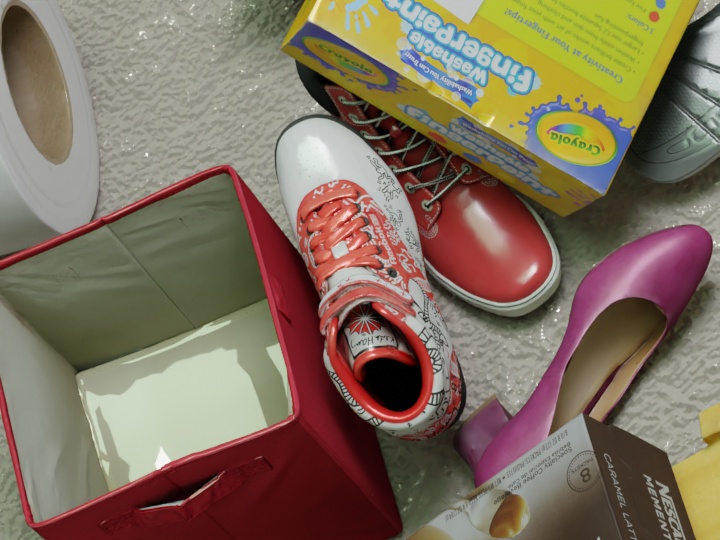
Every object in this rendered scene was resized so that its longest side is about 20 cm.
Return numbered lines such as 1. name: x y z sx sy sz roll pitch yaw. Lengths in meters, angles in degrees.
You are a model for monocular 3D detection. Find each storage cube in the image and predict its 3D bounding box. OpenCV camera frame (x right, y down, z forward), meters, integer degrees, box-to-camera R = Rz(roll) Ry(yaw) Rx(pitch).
1. storage cube: -0.098 0.077 1.537 0.171 0.180 0.200 -23 57 9

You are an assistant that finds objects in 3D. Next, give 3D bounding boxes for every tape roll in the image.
1. tape roll: -0.269 -0.102 1.688 0.139 0.203 0.203 -14 59 14

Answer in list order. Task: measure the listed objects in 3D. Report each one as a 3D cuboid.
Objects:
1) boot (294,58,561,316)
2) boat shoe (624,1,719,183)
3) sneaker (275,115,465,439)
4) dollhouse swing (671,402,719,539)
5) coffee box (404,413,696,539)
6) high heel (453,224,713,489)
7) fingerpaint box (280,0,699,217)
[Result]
1. boot: 0.035 -0.065 1.579 0.072 0.144 0.200 -41 57 -3
2. boat shoe: 0.232 -0.133 1.590 0.074 0.065 0.202 34 85 19
3. sneaker: 0.001 0.000 1.492 0.067 0.108 0.202 -23 84 8
4. dollhouse swing: 0.242 0.187 1.429 0.181 0.176 0.200 8 58 -21
5. coffee box: 0.084 0.183 1.421 0.200 0.080 0.115 -38 47 27
6. high heel: 0.142 0.064 1.504 0.200 0.067 0.096 -49 34 8
7. fingerpaint box: 0.081 -0.154 1.533 0.200 0.073 0.167 29 74 -9
